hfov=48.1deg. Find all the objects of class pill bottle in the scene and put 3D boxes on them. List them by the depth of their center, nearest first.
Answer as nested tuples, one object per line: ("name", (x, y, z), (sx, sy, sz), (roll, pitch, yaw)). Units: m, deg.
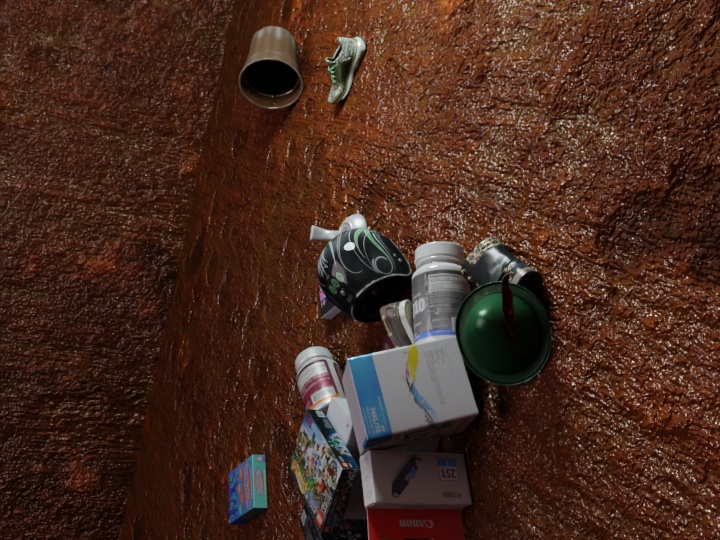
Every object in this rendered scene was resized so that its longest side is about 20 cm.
("pill bottle", (0.154, 0.055, 1.526), (0.114, 0.113, 0.201), (-35, 51, 54))
("pill bottle", (-0.090, 0.283, 1.925), (0.115, 0.114, 0.200), (-64, 31, 29))

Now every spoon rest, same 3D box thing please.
("spoon rest", (-0.047, -0.094, 2.049), (0.199, 0.060, 0.100), (3, 85, 50))

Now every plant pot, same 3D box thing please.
("plant pot", (-0.276, -0.652, 2.548), (0.200, 0.199, 0.199), (-49, 31, 45))

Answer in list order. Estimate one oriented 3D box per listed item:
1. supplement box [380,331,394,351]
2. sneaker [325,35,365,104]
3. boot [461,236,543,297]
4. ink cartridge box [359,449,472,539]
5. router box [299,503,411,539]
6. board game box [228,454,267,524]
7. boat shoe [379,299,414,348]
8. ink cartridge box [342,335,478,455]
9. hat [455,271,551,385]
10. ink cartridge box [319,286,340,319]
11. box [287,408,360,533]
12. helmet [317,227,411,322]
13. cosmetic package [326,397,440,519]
("supplement box", (0.082, 0.203, 1.674), (0.109, 0.061, 0.201), (45, 120, 59))
("sneaker", (-0.062, -0.549, 2.184), (0.201, 0.088, 0.077), (-66, 30, 27))
("boot", (0.227, 0.048, 1.430), (0.201, 0.073, 0.151), (-63, 32, 23))
("ink cartridge box", (0.103, 0.409, 1.409), (0.045, 0.199, 0.177), (-47, 42, 51))
("router box", (-0.004, 0.524, 1.577), (0.150, 0.199, 0.062), (54, 131, 55))
("board game box", (-0.331, 0.641, 2.349), (0.200, 0.045, 0.153), (-45, 43, 48))
("boat shoe", (0.094, 0.151, 1.565), (0.059, 0.201, 0.072), (-11, 24, 24))
("ink cartridge box", (0.083, 0.221, 1.420), (0.147, 0.199, 0.147), (101, 156, -66))
("hat", (0.201, 0.102, 1.272), (0.165, 0.176, 0.201), (-9, 92, 26))
("ink cartridge box", (-0.044, 0.042, 2.009), (0.200, 0.037, 0.095), (-39, 48, 50))
("box", (-0.072, 0.370, 1.501), (0.200, 0.037, 0.137), (45, 120, 58))
("helmet", (0.000, 0.000, 1.785), (0.191, 0.199, 0.201), (53, 130, 34))
("cosmetic package", (0.024, 0.370, 1.576), (0.123, 0.199, 0.201), (32, 109, 61))
